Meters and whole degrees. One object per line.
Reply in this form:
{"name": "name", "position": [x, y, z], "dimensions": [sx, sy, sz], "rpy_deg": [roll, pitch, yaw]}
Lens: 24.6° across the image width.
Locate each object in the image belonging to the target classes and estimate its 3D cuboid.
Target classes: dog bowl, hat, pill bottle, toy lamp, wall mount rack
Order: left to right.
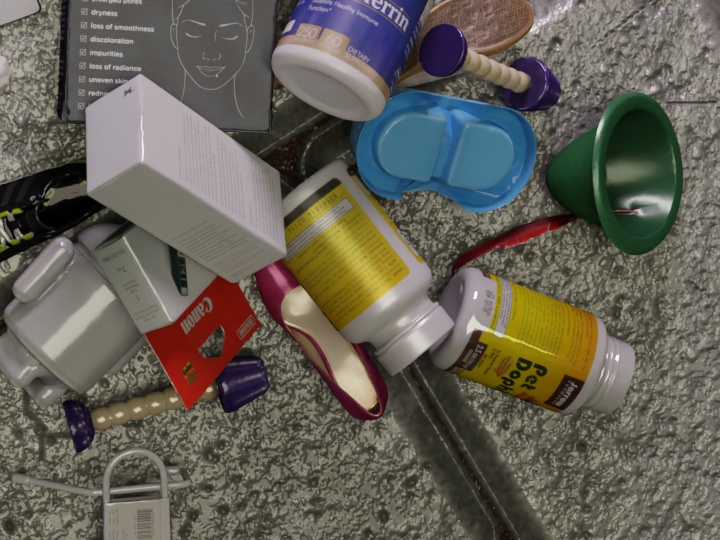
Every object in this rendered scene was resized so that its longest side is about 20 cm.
{"name": "wall mount rack", "position": [-0.254, 0.264, 1.632], "dimensions": [0.172, 0.075, 0.202], "rpy_deg": [-2, 102, -16]}
{"name": "toy lamp", "position": [-0.190, 0.129, 1.632], "dimensions": [0.199, 0.058, 0.059], "rpy_deg": [-17, 100, -9]}
{"name": "pill bottle", "position": [0.000, 0.000, 1.617], "dimensions": [0.111, 0.111, 0.200], "rpy_deg": [-39, 89, -5]}
{"name": "pill bottle", "position": [0.006, -0.251, 1.534], "dimensions": [0.115, 0.116, 0.201], "rpy_deg": [28, 75, -14]}
{"name": "dog bowl", "position": [0.079, -0.125, 1.648], "dimensions": [0.199, 0.050, 0.112], "rpy_deg": [7, 110, -27]}
{"name": "toy lamp", "position": [0.135, -0.195, 1.623], "dimensions": [0.199, 0.058, 0.059], "rpy_deg": [12, 95, -55]}
{"name": "pill bottle", "position": [0.176, 0.079, 1.687], "dimensions": [0.199, 0.109, 0.110], "rpy_deg": [21, 92, -14]}
{"name": "hat", "position": [0.213, -0.094, 1.722], "dimensions": [0.199, 0.175, 0.167], "rpy_deg": [-15, 100, -49]}

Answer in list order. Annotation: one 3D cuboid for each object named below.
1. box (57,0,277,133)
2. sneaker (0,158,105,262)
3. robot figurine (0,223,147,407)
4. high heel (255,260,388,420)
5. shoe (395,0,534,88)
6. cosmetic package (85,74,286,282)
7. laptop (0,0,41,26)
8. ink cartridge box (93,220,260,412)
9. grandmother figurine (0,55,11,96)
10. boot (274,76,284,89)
{"name": "box", "position": [-0.183, -0.236, 1.561], "dimensions": [0.198, 0.124, 0.198], "rpy_deg": [2, 98, -13]}
{"name": "sneaker", "position": [-0.323, -0.056, 1.573], "dimensions": [0.199, 0.083, 0.072], "rpy_deg": [-28, 102, -8]}
{"name": "robot figurine", "position": [-0.261, 0.036, 1.582], "dimensions": [0.200, 0.113, 0.170], "rpy_deg": [-45, 140, -4]}
{"name": "high heel", "position": [-0.039, 0.063, 1.644], "dimensions": [0.067, 0.096, 0.201], "rpy_deg": [-30, 102, -7]}
{"name": "shoe", "position": [0.080, -0.230, 1.663], "dimensions": [0.199, 0.053, 0.070], "rpy_deg": [-20, 81, -13]}
{"name": "cosmetic package", "position": [-0.157, -0.080, 1.505], "dimensions": [0.071, 0.102, 0.200], "rpy_deg": [-26, 141, 26]}
{"name": "laptop", "position": [-0.416, -0.294, 1.506], "dimensions": [0.199, 0.116, 0.188], "rpy_deg": [-21, 101, -9]}
{"name": "ink cartridge box", "position": [-0.156, 0.012, 1.566], "dimensions": [0.043, 0.200, 0.174], "rpy_deg": [-23, 104, 26]}
{"name": "grandmother figurine", "position": [-0.418, -0.146, 1.554], "dimensions": [0.199, 0.061, 0.122], "rpy_deg": [-35, 143, -11]}
{"name": "boot", "position": [-0.046, -0.291, 1.625], "dimensions": [0.199, 0.072, 0.167], "rpy_deg": [-35, 93, -6]}
